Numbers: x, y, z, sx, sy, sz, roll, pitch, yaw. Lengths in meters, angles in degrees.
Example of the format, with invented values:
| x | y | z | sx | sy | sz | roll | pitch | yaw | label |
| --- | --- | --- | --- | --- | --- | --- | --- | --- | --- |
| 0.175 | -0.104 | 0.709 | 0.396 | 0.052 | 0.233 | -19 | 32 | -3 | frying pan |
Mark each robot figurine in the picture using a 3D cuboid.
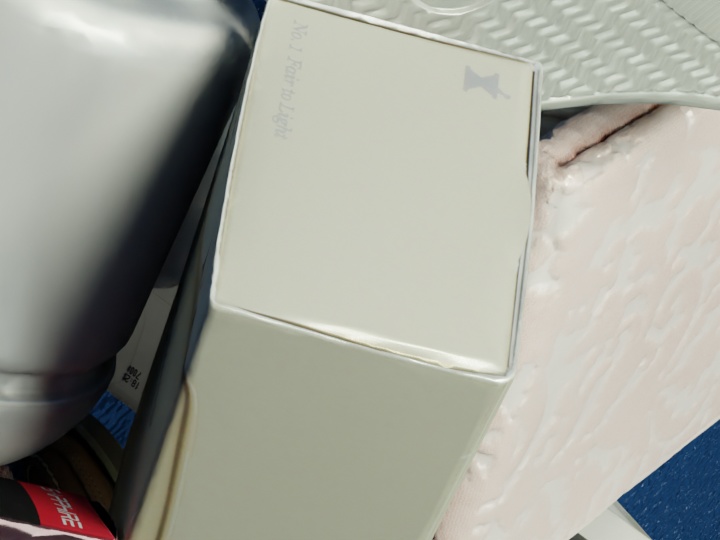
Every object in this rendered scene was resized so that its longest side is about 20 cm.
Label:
| x | y | z | sx | sy | sz | roll | pitch | yaw | label |
| --- | --- | --- | --- | --- | --- | --- | --- | --- | --- |
| -0.098 | -0.032 | 0.653 | 0.169 | 0.113 | 0.200 | 8 | 116 | -41 | robot figurine |

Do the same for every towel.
| x | y | z | sx | sy | sz | roll | pitch | yaw | label |
| --- | --- | --- | --- | --- | --- | --- | --- | --- | --- |
| 0.093 | 0.007 | 0.857 | 0.191 | 0.032 | 0.201 | -32 | 146 | -40 | towel |

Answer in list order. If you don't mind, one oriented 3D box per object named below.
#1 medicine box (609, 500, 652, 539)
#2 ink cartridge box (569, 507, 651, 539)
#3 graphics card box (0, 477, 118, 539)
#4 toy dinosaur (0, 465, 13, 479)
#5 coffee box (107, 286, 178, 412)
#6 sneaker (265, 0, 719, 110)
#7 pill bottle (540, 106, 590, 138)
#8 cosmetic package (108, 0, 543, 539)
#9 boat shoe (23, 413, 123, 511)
| x | y | z | sx | sy | sz | roll | pitch | yaw | label |
| --- | --- | --- | --- | --- | --- | --- | --- | --- | --- |
| 0.030 | 0.198 | 1.082 | 0.200 | 0.103 | 0.182 | -41 | 178 | -24 | medicine box |
| 0.020 | 0.134 | 0.951 | 0.144 | 0.200 | 0.084 | -42 | 152 | -22 | ink cartridge box |
| -0.169 | 0.095 | 0.602 | 0.199 | 0.051 | 0.126 | 16 | 95 | -17 | graphics card box |
| -0.147 | 0.089 | 0.764 | 0.200 | 0.086 | 0.136 | -31 | 128 | -57 | toy dinosaur |
| 0.000 | 0.000 | 0.856 | 0.200 | 0.114 | 0.080 | -13 | 132 | -55 | coffee box |
| 0.041 | -0.105 | 0.677 | 0.200 | 0.118 | 0.074 | 6 | 135 | -35 | sneaker |
| 0.075 | -0.133 | 0.816 | 0.114 | 0.114 | 0.201 | -30 | 145 | -40 | pill bottle |
| -0.018 | 0.040 | 0.647 | 0.200 | 0.073 | 0.104 | 111 | -9 | -47 | cosmetic package |
| -0.080 | 0.149 | 0.849 | 0.068 | 0.201 | 0.072 | -20 | 173 | -17 | boat shoe |
